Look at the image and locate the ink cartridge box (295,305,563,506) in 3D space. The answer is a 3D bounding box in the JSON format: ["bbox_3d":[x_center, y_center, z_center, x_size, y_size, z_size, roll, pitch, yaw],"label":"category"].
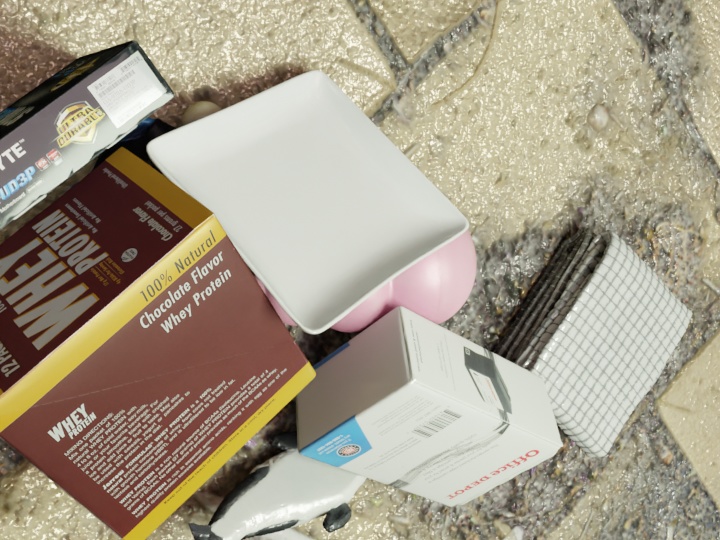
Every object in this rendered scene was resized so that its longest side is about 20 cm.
[{"bbox_3d":[0.062,0.132,0.836,0.200,0.084,0.145,28,129,-34],"label":"ink cartridge box"}]

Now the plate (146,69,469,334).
[{"bbox_3d":[-0.040,-0.059,0.737,0.200,0.032,0.200,48,51,11],"label":"plate"}]

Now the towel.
[{"bbox_3d":[0.245,0.077,0.975,0.166,0.086,0.200,41,77,-28],"label":"towel"}]

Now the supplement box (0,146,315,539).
[{"bbox_3d":[-0.175,0.059,0.686,0.197,0.133,0.200,-43,138,-15],"label":"supplement box"}]

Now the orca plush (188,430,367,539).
[{"bbox_3d":[-0.070,0.222,0.837,0.105,0.071,0.200,37,44,12],"label":"orca plush"}]

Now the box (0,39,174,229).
[{"bbox_3d":[-0.228,-0.092,0.635,0.159,0.200,0.046,-41,115,-15],"label":"box"}]

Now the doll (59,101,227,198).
[{"bbox_3d":[-0.183,-0.061,0.748,0.200,0.048,0.136,-49,117,-9],"label":"doll"}]

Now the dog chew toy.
[{"bbox_3d":[0.000,0.000,0.819,0.200,0.125,0.125,-9,102,-17],"label":"dog chew toy"}]
